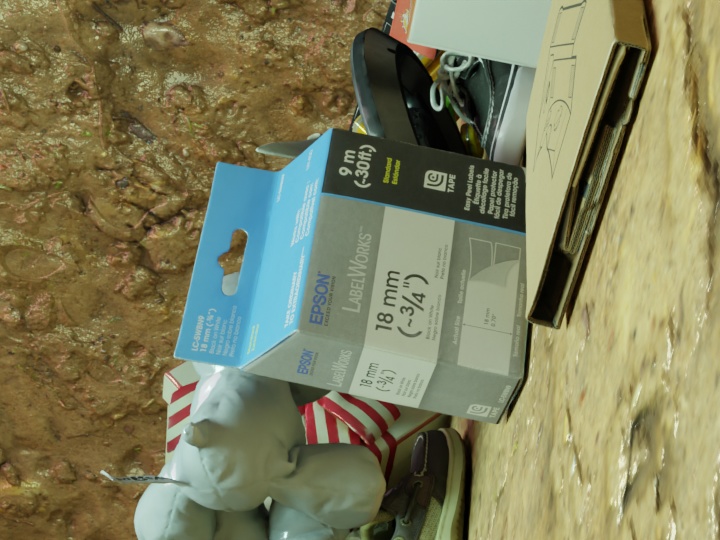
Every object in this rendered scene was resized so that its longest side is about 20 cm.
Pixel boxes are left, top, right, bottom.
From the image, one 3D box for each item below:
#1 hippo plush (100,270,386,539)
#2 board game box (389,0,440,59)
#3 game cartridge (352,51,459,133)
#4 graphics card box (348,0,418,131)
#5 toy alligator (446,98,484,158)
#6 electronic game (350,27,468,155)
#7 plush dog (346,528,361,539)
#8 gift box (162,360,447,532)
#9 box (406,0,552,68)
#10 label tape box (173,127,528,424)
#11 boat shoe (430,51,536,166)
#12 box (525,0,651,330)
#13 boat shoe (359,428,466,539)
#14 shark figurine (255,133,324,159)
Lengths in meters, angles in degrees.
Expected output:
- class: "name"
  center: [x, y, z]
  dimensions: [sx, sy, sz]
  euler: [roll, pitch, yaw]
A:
- class: "hippo plush"
  center: [-0.086, 0.091, 0.996]
  dimensions: [0.159, 0.199, 0.163]
  euler: [-31, 49, 35]
- class: "board game box"
  center: [0.091, -0.279, 1.143]
  dimensions: [0.201, 0.040, 0.154]
  euler: [-58, -12, -38]
- class: "game cartridge"
  center: [0.052, -0.137, 1.347]
  dimensions: [0.176, 0.032, 0.200]
  euler: [-47, -11, -18]
- class: "graphics card box"
  center: [0.060, -0.203, 1.384]
  dimensions: [0.125, 0.051, 0.201]
  euler: [-44, -13, -30]
- class: "toy alligator"
  center: [0.063, -0.059, 1.178]
  dimensions: [0.054, 0.059, 0.202]
  euler: [50, -145, -57]
- class: "electronic game"
  center: [0.043, -0.074, 1.061]
  dimensions: [0.201, 0.041, 0.201]
  euler: [58, -162, -31]
- class: "plush dog"
  center: [-0.015, 0.261, 1.109]
  dimensions: [0.173, 0.160, 0.200]
  euler: [-54, -2, -13]
- class: "gift box"
  center: [-0.053, 0.147, 1.202]
  dimensions: [0.199, 0.184, 0.188]
  euler: [-35, -29, -35]
- class: "box"
  center: [0.095, -0.248, 0.943]
  dimensions: [0.125, 0.096, 0.202]
  euler: [-83, 4, -53]
- class: "label tape box"
  center: [0.001, -0.004, 0.901]
  dimensions: [0.064, 0.197, 0.146]
  euler: [107, 173, -59]
- class: "boat shoe"
  center: [0.085, -0.133, 1.041]
  dimensions: [0.200, 0.067, 0.074]
  euler: [-82, 4, -51]
- class: "box"
  center: [0.112, -0.094, 0.788]
  dimensions: [0.201, 0.021, 0.165]
  euler: [-84, 5, -53]
- class: "boat shoe"
  center: [0.032, 0.171, 0.997]
  dimensions: [0.202, 0.065, 0.072]
  euler: [-83, 4, -55]
- class: "shark figurine"
  center: [0.004, 0.007, 1.046]
  dimensions: [0.089, 0.127, 0.217]
  euler: [-43, -47, -40]
